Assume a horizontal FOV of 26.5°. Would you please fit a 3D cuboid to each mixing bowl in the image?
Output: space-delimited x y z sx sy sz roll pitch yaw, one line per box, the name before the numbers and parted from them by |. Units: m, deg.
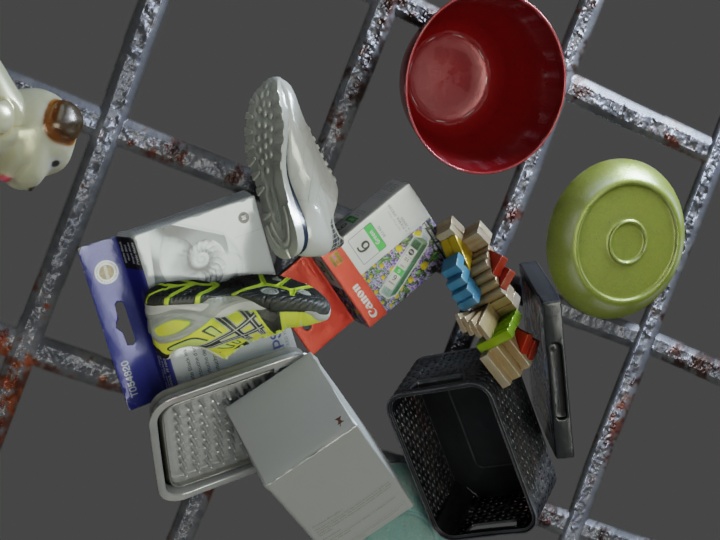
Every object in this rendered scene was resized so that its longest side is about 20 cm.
mixing bowl | 0.120 -0.213 1.721 0.199 0.108 0.202 -4 101 -21

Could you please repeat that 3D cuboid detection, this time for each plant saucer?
plant saucer | 0.323 -0.036 1.881 0.199 0.031 0.201 -4 102 -22
plant saucer | 0.039 0.332 1.823 0.200 0.039 0.203 -4 101 -21

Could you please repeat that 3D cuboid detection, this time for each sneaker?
sneaker | -0.131 0.051 1.636 0.199 0.075 0.077 -1 109 -9
sneaker | -0.071 -0.113 1.675 0.080 0.076 0.201 -8 89 -35

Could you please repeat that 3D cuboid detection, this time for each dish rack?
dish rack | -0.141 0.162 1.685 0.199 0.044 0.172 -19 138 -19

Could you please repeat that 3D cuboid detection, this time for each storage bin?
storage bin | 0.131 0.201 1.772 0.094 0.134 0.201 -48 122 -56

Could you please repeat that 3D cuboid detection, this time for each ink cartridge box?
ink cartridge box | 0.000 0.000 1.740 0.200 0.050 0.109 -40 112 -12
ink cartridge box | -0.185 0.037 1.668 0.199 0.041 0.201 -20 107 -15

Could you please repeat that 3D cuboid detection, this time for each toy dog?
toy dog | -0.379 -0.159 1.521 0.199 0.139 0.195 33 50 -23

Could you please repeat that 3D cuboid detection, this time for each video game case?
video game case | 0.215 0.099 1.771 0.025 0.200 0.182 -6 103 0

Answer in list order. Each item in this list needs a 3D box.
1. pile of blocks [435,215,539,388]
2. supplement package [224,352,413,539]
pile of blocks | 0.145 0.027 1.704 0.082 0.062 0.201 -15 77 -56
supplement package | -0.043 0.205 1.670 0.117 0.118 0.200 -32 141 -1
